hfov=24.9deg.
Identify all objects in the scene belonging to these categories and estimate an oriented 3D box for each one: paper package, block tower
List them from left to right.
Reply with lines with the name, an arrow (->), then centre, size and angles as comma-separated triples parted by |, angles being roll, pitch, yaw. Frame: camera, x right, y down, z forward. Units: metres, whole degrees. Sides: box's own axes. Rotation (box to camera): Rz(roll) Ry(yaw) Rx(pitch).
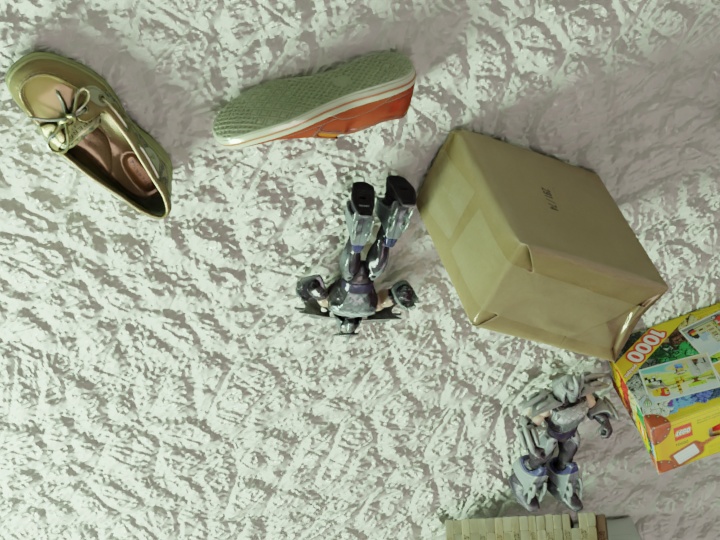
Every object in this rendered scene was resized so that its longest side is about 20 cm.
block tower -> 0.193, 0.323, 1.937 | 0.199, 0.058, 0.054 | -6, 159, 10
paper package -> 0.176, -0.027, 1.609 | 0.190, 0.200, 0.104 | 14, 122, -28

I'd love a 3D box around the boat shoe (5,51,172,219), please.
boat shoe -> -0.240, -0.123, 1.489 | 0.073, 0.063, 0.200 | -39, 128, 15

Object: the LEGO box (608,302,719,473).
LEGO box -> 0.395, 0.121, 1.826 | 0.199, 0.149, 0.077 | -20, 131, -2

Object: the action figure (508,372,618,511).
action figure -> 0.231, 0.191, 1.869 | 0.130, 0.069, 0.201 | -10, 134, -18

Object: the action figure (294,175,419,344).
action figure -> 0.000, 0.000, 1.661 | 0.129, 0.070, 0.201 | -3, 131, -21

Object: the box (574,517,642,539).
box -> 0.254, 0.432, 2.037 | 0.198, 0.131, 0.201 | -4, 128, -14

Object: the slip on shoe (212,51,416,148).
slip on shoe -> -0.041, -0.148, 1.531 | 0.199, 0.074, 0.061 | -17, 133, -10
